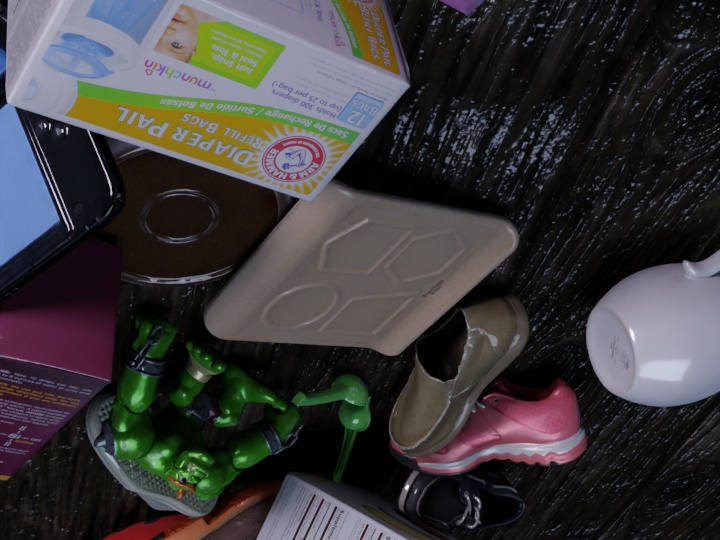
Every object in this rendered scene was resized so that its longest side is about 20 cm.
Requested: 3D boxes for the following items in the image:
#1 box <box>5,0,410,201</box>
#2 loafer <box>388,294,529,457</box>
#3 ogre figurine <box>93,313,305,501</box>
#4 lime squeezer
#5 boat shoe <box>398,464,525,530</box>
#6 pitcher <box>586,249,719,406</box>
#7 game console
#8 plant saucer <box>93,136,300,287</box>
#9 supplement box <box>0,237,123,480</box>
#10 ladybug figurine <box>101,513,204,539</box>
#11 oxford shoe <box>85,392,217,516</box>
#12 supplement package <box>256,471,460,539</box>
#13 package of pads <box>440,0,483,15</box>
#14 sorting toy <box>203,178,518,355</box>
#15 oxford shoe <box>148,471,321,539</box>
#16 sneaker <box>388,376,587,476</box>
[{"bbox_3d":[-0.086,-0.134,0.624,0.199,0.102,0.113,16,134,-32],"label":"box"},{"bbox_3d":[0.074,0.092,0.993,0.067,0.076,0.201,13,126,-29],"label":"loafer"},{"bbox_3d":[-0.142,0.129,0.942,0.120,0.098,0.200,-54,151,-3],"label":"ogre figurine"},{"bbox_3d":[-0.015,0.141,1.033,0.037,0.071,0.200,18,154,19],"label":"lime squeezer"},{"bbox_3d":[0.113,0.239,1.156,0.200,0.062,0.073,18,97,-55],"label":"boat shoe"},{"bbox_3d":[0.306,0.027,0.955,0.198,0.121,0.173,-12,124,-18],"label":"pitcher"},{"bbox_3d":[-0.269,-0.065,0.653,0.199,0.173,0.118,-31,166,24],"label":"game console"},{"bbox_3d":[-0.130,-0.047,0.783,0.198,0.032,0.201,-7,143,-6],"label":"plant saucer"},{"bbox_3d":[-0.254,0.062,0.793,0.085,0.111,0.200,19,142,-30],"label":"supplement box"},{"bbox_3d":[-0.220,0.314,1.181,0.198,0.072,0.136,-17,147,9],"label":"ladybug figurine"},{"bbox_3d":[-0.203,0.177,1.024,0.057,0.076,0.200,3,150,28],"label":"oxford shoe"},{"bbox_3d":[0.017,0.316,1.089,0.148,0.199,0.191,-65,152,-4],"label":"supplement package"},{"bbox_3d":[0.019,-0.224,0.563,0.199,0.076,0.121,18,130,-35],"label":"package of pads"},{"bbox_3d":[0.000,0.000,0.865,0.199,0.037,0.185,11,137,-39],"label":"sorting toy"},{"bbox_3d":[-0.121,0.266,1.113,0.199,0.073,0.071,-24,180,-22],"label":"oxford shoe"},{"bbox_3d":[0.124,0.147,1.095,0.198,0.074,0.087,-7,110,6],"label":"sneaker"}]
